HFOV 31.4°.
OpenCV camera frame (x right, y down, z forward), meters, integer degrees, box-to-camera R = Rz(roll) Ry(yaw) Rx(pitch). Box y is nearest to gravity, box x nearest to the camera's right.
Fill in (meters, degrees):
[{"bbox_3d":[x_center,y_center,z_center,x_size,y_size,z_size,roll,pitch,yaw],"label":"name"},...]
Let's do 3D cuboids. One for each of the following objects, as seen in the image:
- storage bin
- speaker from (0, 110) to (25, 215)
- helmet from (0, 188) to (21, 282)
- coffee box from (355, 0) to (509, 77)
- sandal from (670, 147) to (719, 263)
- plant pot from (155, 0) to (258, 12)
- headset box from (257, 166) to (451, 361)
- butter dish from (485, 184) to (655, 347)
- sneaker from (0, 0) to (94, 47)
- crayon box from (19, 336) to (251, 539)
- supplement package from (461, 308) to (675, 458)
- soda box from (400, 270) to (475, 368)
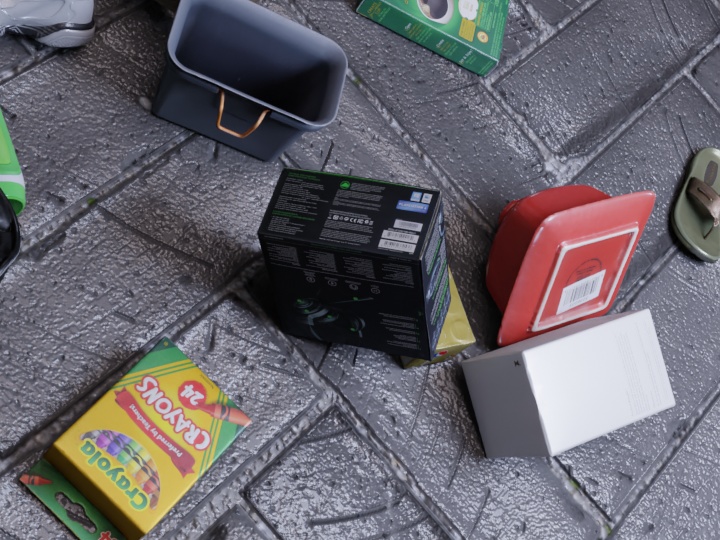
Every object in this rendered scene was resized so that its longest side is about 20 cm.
[{"bbox_3d":[-0.137,-0.201,1.438,0.200,0.134,0.146,21,58,-17],"label":"storage bin"},{"bbox_3d":[-0.405,-0.145,1.298,0.088,0.088,0.200,-12,72,-32],"label":"speaker"},{"bbox_3d":[-0.424,-0.012,1.156,0.200,0.191,0.200,48,16,-18],"label":"helmet"},{"bbox_3d":[0.098,-0.352,1.695,0.200,0.044,0.123,23,57,-17],"label":"coffee box"},{"bbox_3d":[0.480,-0.100,1.765,0.080,0.057,0.201,27,56,-14],"label":"sandal"},{"bbox_3d":[-0.190,-0.355,1.491,0.201,0.093,0.201,21,29,-12],"label":"plant pot"},{"bbox_3d":[0.000,0.000,1.350,0.174,0.200,0.093,10,55,15],"label":"headset box"},{"bbox_3d":[0.224,-0.031,1.541,0.200,0.200,0.148,-15,45,-34],"label":"butter dish"},{"bbox_3d":[-0.373,-0.304,1.366,0.200,0.115,0.075,-2,41,-32],"label":"sneaker"},{"bbox_3d":[-0.217,0.176,1.259,0.127,0.051,0.200,44,54,-3],"label":"crayon box"},{"bbox_3d":[0.238,0.130,1.470,0.200,0.120,0.121,-15,89,-33],"label":"supplement package"},{"bbox_3d":[0.061,0.008,1.483,0.068,0.064,0.200,-8,71,-31],"label":"soda box"}]
